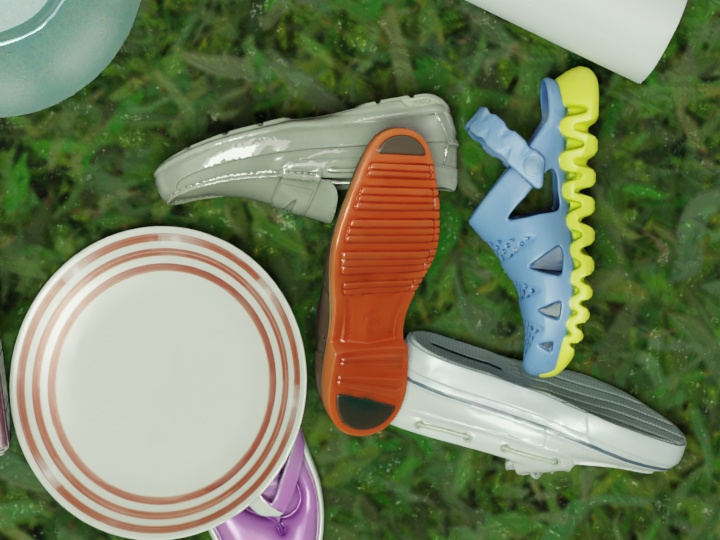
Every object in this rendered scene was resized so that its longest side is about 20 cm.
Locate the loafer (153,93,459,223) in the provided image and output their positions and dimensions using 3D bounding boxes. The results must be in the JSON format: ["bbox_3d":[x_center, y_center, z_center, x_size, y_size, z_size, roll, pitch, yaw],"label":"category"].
[{"bbox_3d":[-0.033,-0.064,1.609,0.198,0.070,0.070,-11,86,-5],"label":"loafer"}]

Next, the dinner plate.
[{"bbox_3d":[-0.129,0.072,1.609,0.198,0.024,0.202,-2,84,14],"label":"dinner plate"}]

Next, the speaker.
[{"bbox_3d":[0.112,-0.197,1.610,0.199,0.081,0.082,24,91,-7],"label":"speaker"}]

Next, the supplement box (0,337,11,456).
[{"bbox_3d":[-0.294,0.019,1.572,0.130,0.103,0.202,-6,93,-5],"label":"supplement box"}]

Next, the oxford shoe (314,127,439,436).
[{"bbox_3d":[0.000,0.000,1.595,0.071,0.073,0.202,4,108,-23],"label":"oxford shoe"}]

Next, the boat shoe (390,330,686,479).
[{"bbox_3d":[0.112,0.101,1.641,0.199,0.074,0.067,21,109,0],"label":"boat shoe"}]

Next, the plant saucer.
[{"bbox_3d":[-0.237,-0.199,1.597,0.199,0.039,0.203,0,94,-5],"label":"plant saucer"}]

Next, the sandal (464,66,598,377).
[{"bbox_3d":[0.110,-0.031,1.627,0.086,0.079,0.202,0,85,-2],"label":"sandal"}]

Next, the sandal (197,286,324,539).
[{"bbox_3d":[-0.071,0.111,1.625,0.082,0.050,0.205,-9,94,-5],"label":"sandal"}]
